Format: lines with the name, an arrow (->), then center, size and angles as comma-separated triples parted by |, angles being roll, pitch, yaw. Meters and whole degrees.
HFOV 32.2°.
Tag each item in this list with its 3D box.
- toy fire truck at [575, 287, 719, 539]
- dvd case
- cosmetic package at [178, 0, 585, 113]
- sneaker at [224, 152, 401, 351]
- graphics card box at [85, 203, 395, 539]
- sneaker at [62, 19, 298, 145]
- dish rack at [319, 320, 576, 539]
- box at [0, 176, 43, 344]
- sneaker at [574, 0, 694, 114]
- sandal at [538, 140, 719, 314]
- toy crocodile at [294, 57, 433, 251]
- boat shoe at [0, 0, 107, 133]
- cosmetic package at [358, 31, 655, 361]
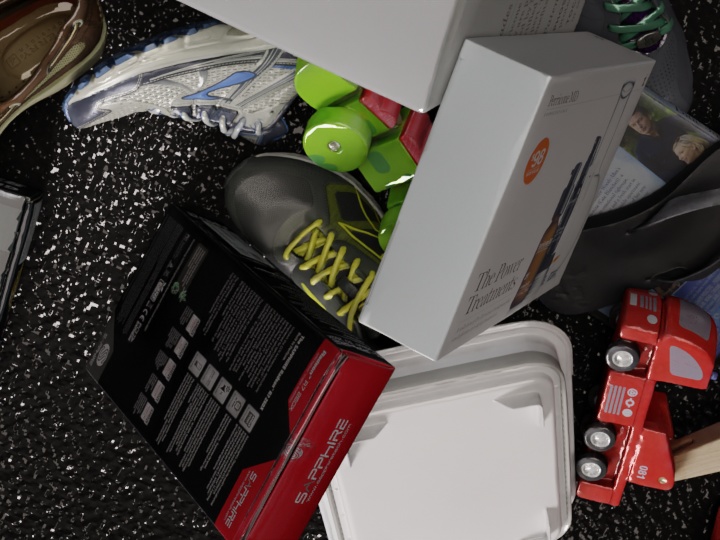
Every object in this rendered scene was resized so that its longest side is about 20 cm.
toy fire truck -> 0.212, 0.112, 0.796 | 0.141, 0.049, 0.200 | 12, 124, 7
dvd case -> 0.178, -0.032, 0.792 | 0.200, 0.018, 0.143 | 31, 116, -8
cosmetic package -> 0.029, -0.207, 0.637 | 0.167, 0.200, 0.167 | 28, 122, 19
sneaker -> 0.000, 0.000, 0.772 | 0.200, 0.085, 0.075 | 37, 103, -9
graphics card box -> -0.078, 0.058, 0.732 | 0.051, 0.200, 0.126 | 20, 101, -45
sneaker -> -0.081, -0.111, 0.758 | 0.199, 0.077, 0.085 | -17, 105, 1
dish rack -> 0.055, 0.125, 0.775 | 0.171, 0.044, 0.200 | -12, 133, -1
box -> -0.317, -0.003, 0.779 | 0.199, 0.046, 0.159 | 18, 98, -6
sneaker -> 0.148, -0.172, 0.749 | 0.074, 0.088, 0.200 | -29, 100, 3
sandal -> 0.199, -0.022, 0.759 | 0.200, 0.043, 0.076 | -29, 109, 19
toy crocodile -> 0.024, -0.068, 0.731 | 0.062, 0.068, 0.200 | -16, 130, 33
boat shoe -> -0.236, -0.104, 0.722 | 0.075, 0.075, 0.202 | 43, 77, 0
cosmetic package -> 0.085, -0.048, 0.668 | 0.052, 0.200, 0.151 | 26, 111, 20
